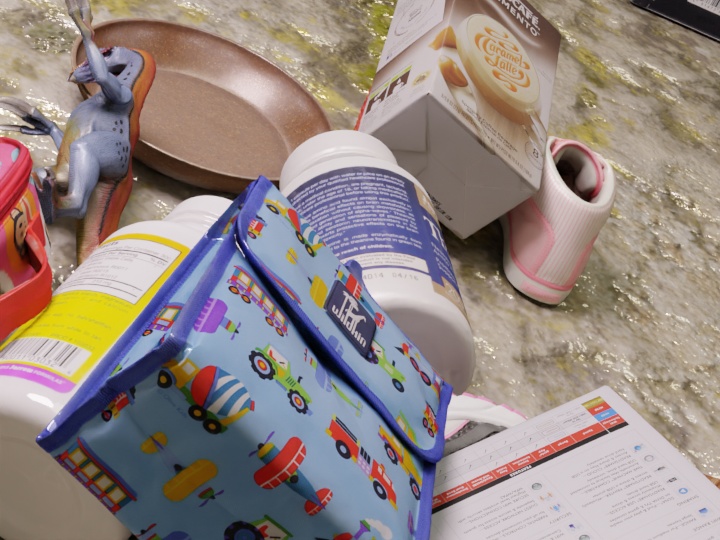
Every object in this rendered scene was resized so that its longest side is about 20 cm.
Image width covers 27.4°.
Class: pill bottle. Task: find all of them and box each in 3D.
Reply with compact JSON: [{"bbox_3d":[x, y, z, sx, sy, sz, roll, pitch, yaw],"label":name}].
[{"bbox_3d":[-0.113,0.044,0.740,0.104,0.104,0.200,30,42,5],"label":"pill bottle"},{"bbox_3d":[0.000,0.000,0.913,0.111,0.111,0.200,14,33,-20],"label":"pill bottle"}]

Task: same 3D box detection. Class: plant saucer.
[{"bbox_3d":[-0.116,-0.114,1.065,0.200,0.037,0.201,20,32,-13],"label":"plant saucer"}]

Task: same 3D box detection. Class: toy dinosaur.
[{"bbox_3d":[-0.172,-0.076,0.928,0.200,0.105,0.181,60,37,-10],"label":"toy dinosaur"}]

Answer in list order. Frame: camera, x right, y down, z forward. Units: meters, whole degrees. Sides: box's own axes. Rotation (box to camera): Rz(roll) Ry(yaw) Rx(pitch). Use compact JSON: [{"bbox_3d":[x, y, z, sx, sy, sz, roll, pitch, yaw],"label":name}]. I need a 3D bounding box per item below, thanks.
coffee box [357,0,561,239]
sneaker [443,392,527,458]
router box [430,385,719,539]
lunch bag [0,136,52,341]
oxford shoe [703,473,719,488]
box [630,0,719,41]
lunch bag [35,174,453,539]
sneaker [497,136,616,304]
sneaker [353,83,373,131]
[{"bbox_3d":[0.077,-0.137,1.100,0.114,0.080,0.200,39,39,-22],"label":"coffee box"},{"bbox_3d":[0.012,0.117,0.799,0.199,0.080,0.086,9,39,-5],"label":"sneaker"},{"bbox_3d":[0.081,0.153,0.688,0.200,0.049,0.180,-21,35,-15],"label":"router box"},{"bbox_3d":[-0.235,0.005,0.703,0.176,0.082,0.200,3,31,10],"label":"lunch bag"},{"bbox_3d":[0.199,0.143,0.898,0.200,0.071,0.071,23,26,-5],"label":"oxford shoe"},{"bbox_3d":[0.428,-0.369,1.775,0.196,0.118,0.200,22,30,-9],"label":"box"},{"bbox_3d":[-0.032,0.054,0.687,0.151,0.094,0.200,46,31,-12],"label":"lunch bag"},{"bbox_3d":[0.148,-0.070,1.137,0.075,0.105,0.200,16,32,-13],"label":"sneaker"},{"bbox_3d":[0.048,-0.124,1.168,0.077,0.073,0.200,31,31,13],"label":"sneaker"}]
